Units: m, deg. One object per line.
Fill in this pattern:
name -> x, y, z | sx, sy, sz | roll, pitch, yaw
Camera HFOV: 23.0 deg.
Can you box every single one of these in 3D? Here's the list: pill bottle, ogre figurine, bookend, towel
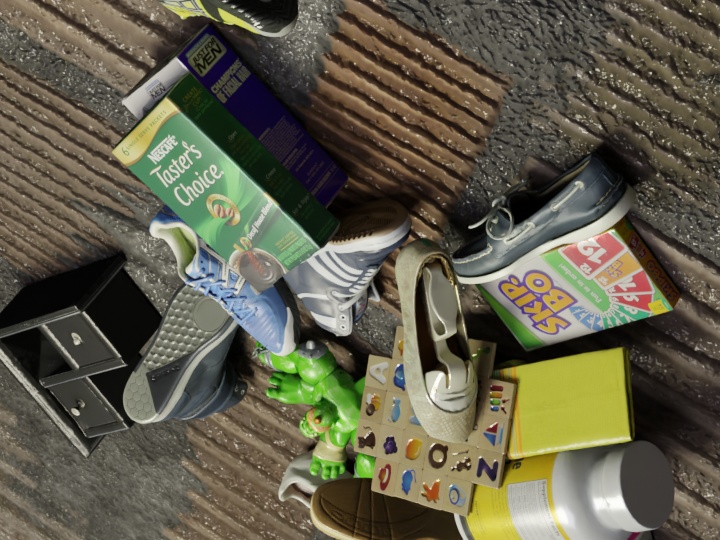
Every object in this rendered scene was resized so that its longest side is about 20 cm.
pill bottle -> 0.191, 0.212, 1.659 | 0.200, 0.112, 0.112 | -16, 118, 45
ogre figurine -> -0.031, 0.142, 1.856 | 0.201, 0.098, 0.120 | 70, 155, 11
bookend -> -0.296, 0.102, 2.017 | 0.198, 0.092, 0.200 | -15, 119, 45
towel -> 0.170, 0.127, 1.628 | 0.200, 0.018, 0.086 | -15, 74, 45

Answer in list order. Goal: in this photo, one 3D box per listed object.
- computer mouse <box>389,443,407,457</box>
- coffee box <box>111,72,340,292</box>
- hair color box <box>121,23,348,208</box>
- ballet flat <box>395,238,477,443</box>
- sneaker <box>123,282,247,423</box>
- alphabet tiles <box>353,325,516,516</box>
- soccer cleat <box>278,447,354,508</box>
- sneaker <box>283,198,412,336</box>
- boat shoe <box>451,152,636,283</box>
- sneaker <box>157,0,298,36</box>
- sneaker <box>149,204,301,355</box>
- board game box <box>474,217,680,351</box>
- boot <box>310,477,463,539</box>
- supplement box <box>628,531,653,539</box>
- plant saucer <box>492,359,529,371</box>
computer mouse -> 0.061, 0.205, 1.841 | 0.059, 0.034, 0.200 | 36, 169, 15
coffee box -> -0.127, -0.078, 1.647 | 0.200, 0.044, 0.123 | 45, 141, -10
hair color box -> -0.119, -0.125, 1.680 | 0.200, 0.065, 0.109 | 46, 141, -14
ballet flat -> 0.072, 0.070, 1.629 | 0.062, 0.067, 0.201 | -167, 62, -69
sneaker -> -0.157, 0.078, 1.906 | 0.077, 0.146, 0.203 | 43, 104, 25
alphabet tiles -> 0.070, 0.144, 1.714 | 0.200, 0.006, 0.167 | 9, 90, 47
soccer cleat -> 0.004, 0.264, 1.959 | 0.200, 0.078, 0.069 | 22, 139, 19
sneaker -> 0.000, 0.000, 1.704 | 0.200, 0.070, 0.109 | -11, 116, 51
boat shoe -> 0.148, -0.045, 1.545 | 0.062, 0.075, 0.200 | 49, 139, -16
sneaker -> -0.134, -0.256, 1.563 | 0.200, 0.075, 0.077 | 33, 150, 23
sneaker -> -0.136, 0.009, 1.773 | 0.200, 0.077, 0.076 | 51, 137, 11
board game box -> 0.187, 0.016, 1.616 | 0.200, 0.030, 0.096 | -19, 115, 49
boot -> 0.027, 0.277, 1.844 | 0.199, 0.073, 0.155 | 7, 153, -17
supplement box -> 0.255, 0.357, 1.840 | 0.101, 0.103, 0.200 | 8, 134, 33
plant saucer -> 0.159, 0.174, 1.775 | 0.200, 0.048, 0.200 | 48, 140, -12
